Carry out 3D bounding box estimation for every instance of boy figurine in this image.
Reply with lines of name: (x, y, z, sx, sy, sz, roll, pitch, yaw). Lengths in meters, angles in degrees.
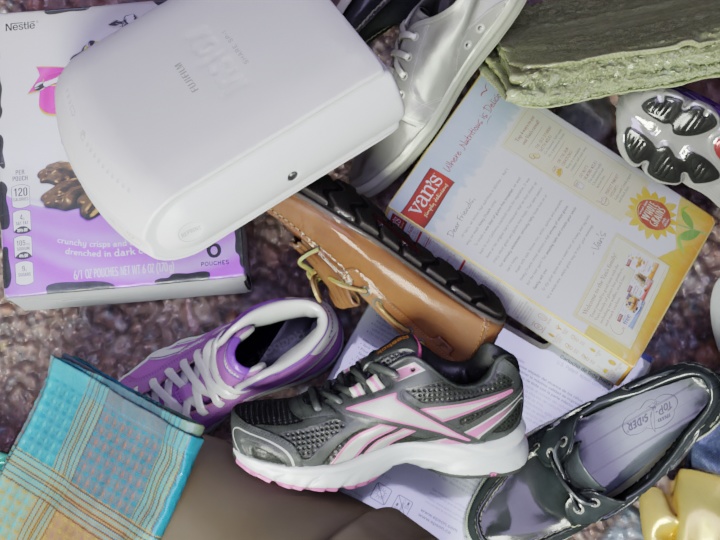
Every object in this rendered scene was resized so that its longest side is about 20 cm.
boy figurine: (0.246, 0.176, 1.062, 0.123, 0.064, 0.203, 15, 82, 4)

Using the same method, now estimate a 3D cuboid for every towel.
towel: (-0.187, 0.164, 0.987, 0.146, 0.022, 0.202, 21, 83, 37)
towel: (0.178, -0.158, 1.085, 0.197, 0.149, 0.037, -12, 118, -2)

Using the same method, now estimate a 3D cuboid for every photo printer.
photo printer: (-0.094, -0.107, 1.006, 0.199, 0.070, 0.167, -31, 54, -6)

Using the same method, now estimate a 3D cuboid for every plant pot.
plant pot: (-0.071, 0.202, 1.009, 0.173, 0.200, 0.201, 37, 82, 22)

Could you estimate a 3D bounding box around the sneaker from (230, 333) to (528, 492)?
sneaker: (0.012, 0.081, 1.001, 0.197, 0.080, 0.088, -3, 112, -16)

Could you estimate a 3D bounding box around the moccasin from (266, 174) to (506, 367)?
moccasin: (0.000, -0.001, 1.040, 0.200, 0.074, 0.078, 35, 109, -9)

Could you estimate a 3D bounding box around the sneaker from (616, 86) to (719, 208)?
sneaker: (0.268, -0.080, 1.098, 0.199, 0.084, 0.081, 33, 119, -9)

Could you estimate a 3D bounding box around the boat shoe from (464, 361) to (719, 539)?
boat shoe: (0.154, 0.123, 1.021, 0.198, 0.066, 0.075, -27, 80, 1)

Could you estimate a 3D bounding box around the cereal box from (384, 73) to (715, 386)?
cereal box: (0.130, -0.033, 1.085, 0.199, 0.040, 0.144, 34, 61, 6)

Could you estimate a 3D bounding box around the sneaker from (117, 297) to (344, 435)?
sneaker: (-0.107, 0.071, 1.053, 0.199, 0.114, 0.073, -31, 83, 0)

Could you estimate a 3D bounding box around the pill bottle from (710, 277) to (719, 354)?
pill bottle: (0.341, 0.017, 1.046, 0.198, 0.113, 0.114, -16, 81, -14)

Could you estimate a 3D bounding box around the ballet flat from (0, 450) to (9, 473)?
ballet flat: (-0.247, 0.151, 1.060, 0.197, 0.068, 0.071, 14, 61, 1)

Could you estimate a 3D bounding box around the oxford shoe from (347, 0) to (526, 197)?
oxford shoe: (0.043, -0.141, 1.086, 0.057, 0.075, 0.201, 27, 108, -23)

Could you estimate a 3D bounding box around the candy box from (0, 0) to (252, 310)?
candy box: (-0.167, -0.082, 1.098, 0.165, 0.072, 0.203, -5, 81, -1)

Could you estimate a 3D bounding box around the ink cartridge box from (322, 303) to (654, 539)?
ink cartridge box: (0.073, 0.102, 1.085, 0.198, 0.041, 0.201, 30, 81, 4)

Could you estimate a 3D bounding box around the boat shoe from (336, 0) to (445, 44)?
boat shoe: (0.059, -0.212, 1.119, 0.199, 0.072, 0.068, -37, 79, -7)
